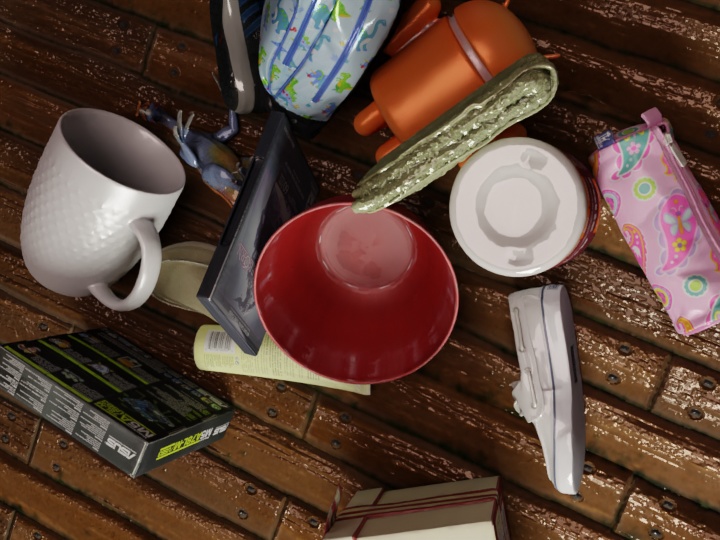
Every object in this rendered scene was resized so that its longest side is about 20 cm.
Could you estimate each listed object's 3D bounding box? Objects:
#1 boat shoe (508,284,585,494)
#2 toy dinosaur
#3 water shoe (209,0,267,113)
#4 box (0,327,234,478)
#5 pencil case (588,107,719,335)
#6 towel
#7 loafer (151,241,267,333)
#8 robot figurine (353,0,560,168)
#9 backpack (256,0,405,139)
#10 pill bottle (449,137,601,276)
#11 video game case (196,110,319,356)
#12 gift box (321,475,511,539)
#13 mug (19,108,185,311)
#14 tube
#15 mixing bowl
[{"bbox_3d":[0.181,0.117,0.920,0.065,0.073,0.202,-7,81,24],"label":"boat shoe"},{"bbox_3d":[-0.175,-0.119,1.024,0.180,0.105,0.202,19,110,36],"label":"toy dinosaur"},{"bbox_3d":[-0.116,-0.259,1.010,0.078,0.071,0.202,-1,73,-22],"label":"water shoe"},{"bbox_3d":[-0.261,0.133,1.008,0.199,0.193,0.048,29,103,15],"label":"box"},{"bbox_3d":[0.286,-0.044,0.860,0.087,0.087,0.201,-27,84,19],"label":"pencil case"},{"bbox_3d":[0.080,-0.116,0.796,0.199,0.148,0.037,-35,99,16],"label":"towel"},{"bbox_3d":[-0.154,0.020,1.018,0.198,0.068,0.076,7,123,18],"label":"loafer"},{"bbox_3d":[0.090,-0.179,0.908,0.199,0.116,0.145,-35,54,19],"label":"robot figurine"},{"bbox_3d":[-0.027,-0.248,0.876,0.199,0.153,0.165,-24,49,48],"label":"backpack"},{"bbox_3d":[0.157,-0.056,0.844,0.113,0.200,0.116,1,94,19],"label":"pill bottle"},{"bbox_3d":[-0.095,-0.033,0.923,0.019,0.143,0.202,11,68,17],"label":"video game case"},{"bbox_3d":[0.055,0.293,0.917,0.185,0.184,0.202,-11,85,11],"label":"gift box"},{"bbox_3d":[-0.282,-0.046,1.023,0.200,0.147,0.176,49,119,26],"label":"mug"},{"bbox_3d":[-0.083,0.091,1.022,0.198,0.052,0.058,2,135,16],"label":"tube"},{"bbox_3d":[0.000,0.000,0.935,0.198,0.109,0.202,3,120,5],"label":"mixing bowl"}]
